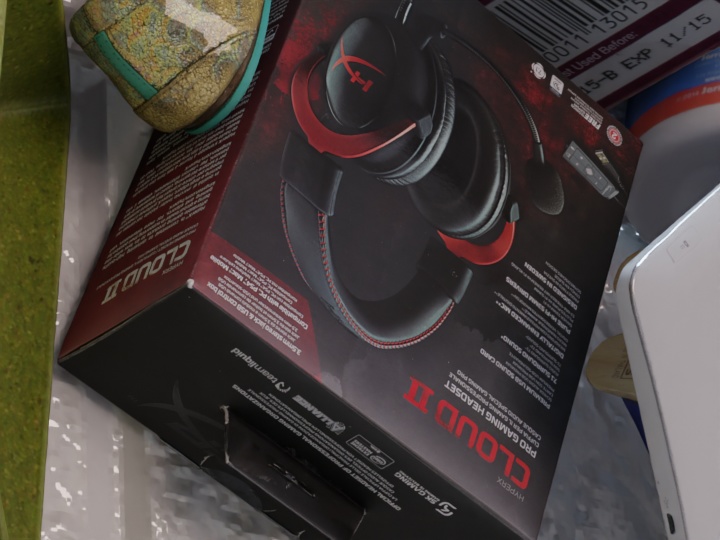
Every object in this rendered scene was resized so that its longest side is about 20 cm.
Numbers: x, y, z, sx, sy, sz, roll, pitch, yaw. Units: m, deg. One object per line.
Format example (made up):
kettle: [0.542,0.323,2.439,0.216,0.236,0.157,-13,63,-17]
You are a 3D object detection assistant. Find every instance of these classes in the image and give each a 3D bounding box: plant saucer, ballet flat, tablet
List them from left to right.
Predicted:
plant saucer: [-0.114,-0.017,0.762,0.048,0.200,0.200,1,61,-1]
ballet flat: [-0.053,-0.126,0.913,0.071,0.071,0.200,37,39,-21]
tablet: [0.145,0.021,0.919,0.200,0.014,0.130,-37,120,-48]

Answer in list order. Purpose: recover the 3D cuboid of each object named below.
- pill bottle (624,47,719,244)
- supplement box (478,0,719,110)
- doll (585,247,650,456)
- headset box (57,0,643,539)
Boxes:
pill bottle: [0.164,-0.103,1.076,0.112,0.112,0.200,30,51,-26]
supplement box: [0.086,-0.170,1.030,0.103,0.131,0.200,29,52,-29]
doll: [0.136,0.087,0.961,0.200,0.048,0.137,57,40,-38]
headset box: [0.000,0.000,0.902,0.149,0.075,0.200,38,48,-22]
